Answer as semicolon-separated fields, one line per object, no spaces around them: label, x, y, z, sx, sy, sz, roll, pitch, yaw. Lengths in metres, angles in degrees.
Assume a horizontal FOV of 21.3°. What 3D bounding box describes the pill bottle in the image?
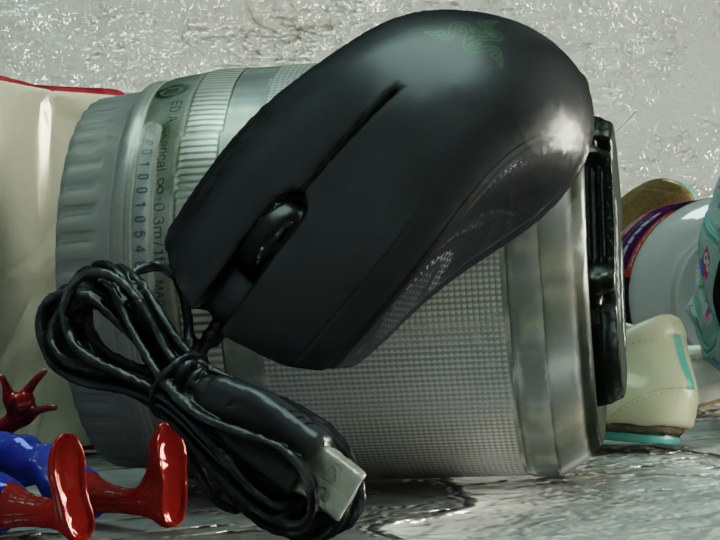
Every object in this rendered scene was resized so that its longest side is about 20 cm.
pill bottle;0.206;0.014;1.120;0.111;0.113;0.200;-3;0;0

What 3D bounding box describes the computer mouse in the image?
computer mouse;-0.001;-0.021;0.615;0.138;0.200;0.053;33;-23;30

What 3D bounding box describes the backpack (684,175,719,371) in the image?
backpack;0.226;-0.001;0.917;0.166;0.127;0.200;23;13;-3

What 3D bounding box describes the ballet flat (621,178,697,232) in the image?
ballet flat;0.150;0.014;1.275;0.072;0.068;0.200;-26;-14;-41

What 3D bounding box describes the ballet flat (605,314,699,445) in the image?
ballet flat;0.055;0.046;0.856;0.199;0.070;0.069;-3;0;26

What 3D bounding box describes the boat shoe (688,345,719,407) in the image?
boat shoe;0.103;0.040;0.977;0.198;0.070;0.071;-2;-1;-10

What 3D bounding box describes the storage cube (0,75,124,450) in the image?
storage cube;-0.221;-0.005;0.863;0.178;0.202;0.171;4;2;18

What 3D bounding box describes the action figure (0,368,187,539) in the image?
action figure;-0.143;0.066;0.679;0.065;0.052;0.199;-10;3;-45

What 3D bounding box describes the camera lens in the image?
camera lens;0.000;0.000;0.733;0.198;0.161;0.160;-2;0;9

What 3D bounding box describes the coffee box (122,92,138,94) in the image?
coffee box;-0.102;-0.007;0.969;0.079;0.115;0.200;-1;22;-34
